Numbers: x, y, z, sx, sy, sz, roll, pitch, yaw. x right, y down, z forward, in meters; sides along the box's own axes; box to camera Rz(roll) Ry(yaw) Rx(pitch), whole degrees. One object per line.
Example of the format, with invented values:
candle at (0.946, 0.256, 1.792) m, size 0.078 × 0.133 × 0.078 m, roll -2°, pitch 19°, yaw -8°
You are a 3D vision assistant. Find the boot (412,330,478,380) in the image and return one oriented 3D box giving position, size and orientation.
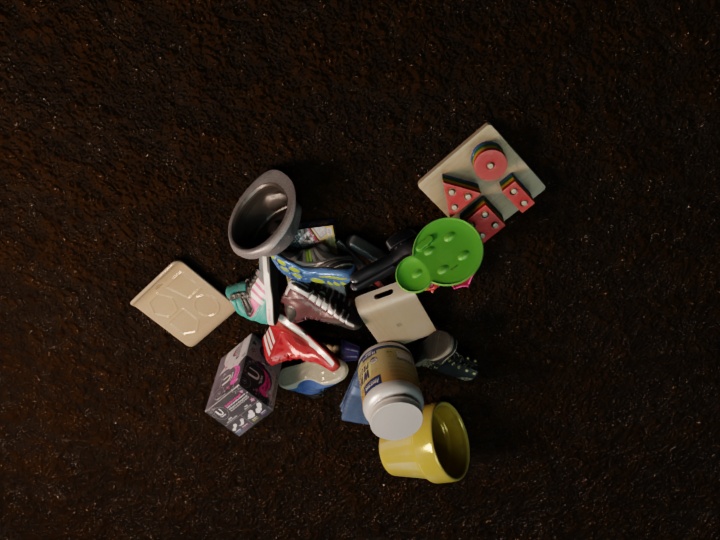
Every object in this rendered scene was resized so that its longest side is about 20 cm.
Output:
boot at (0.228, 0.210, 1.595) m, size 0.153 × 0.074 × 0.204 m, roll 19°, pitch 157°, yaw -14°

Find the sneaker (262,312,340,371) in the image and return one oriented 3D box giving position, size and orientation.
sneaker at (-0.150, 0.203, 1.573) m, size 0.200 × 0.078 × 0.116 m, roll 38°, pitch 88°, yaw 19°

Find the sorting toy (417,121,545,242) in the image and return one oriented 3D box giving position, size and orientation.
sorting toy at (0.261, -0.172, 1.397) m, size 0.200 × 0.070 × 0.199 m, roll -39°, pitch 113°, yaw 23°

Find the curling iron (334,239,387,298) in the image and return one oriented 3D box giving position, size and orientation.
curling iron at (0.000, 0.000, 1.517) m, size 0.049 × 0.026 × 0.200 m, roll -24°, pitch 129°, yaw 20°

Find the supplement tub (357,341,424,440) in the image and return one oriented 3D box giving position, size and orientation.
supplement tub at (0.071, 0.283, 1.547) m, size 0.143 × 0.200 × 0.145 m, roll -3°, pitch 124°, yaw -5°

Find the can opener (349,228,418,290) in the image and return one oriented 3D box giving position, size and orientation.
can opener at (0.060, -0.014, 1.453) m, size 0.200 × 0.079 × 0.064 m, roll -35°, pitch 140°, yaw -16°

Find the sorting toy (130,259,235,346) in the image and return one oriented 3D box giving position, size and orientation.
sorting toy at (-0.426, 0.080, 1.595) m, size 0.185 × 0.037 × 0.200 m, roll -38°, pitch 118°, yaw 22°

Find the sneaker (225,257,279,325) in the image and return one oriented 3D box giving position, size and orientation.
sneaker at (-0.255, 0.029, 1.532) m, size 0.120 × 0.084 × 0.201 m, roll 3°, pitch 107°, yaw 8°

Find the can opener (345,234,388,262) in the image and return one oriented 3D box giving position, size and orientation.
can opener at (0.060, -0.033, 1.508) m, size 0.199 × 0.053 × 0.067 m, roll 26°, pitch 84°, yaw -15°

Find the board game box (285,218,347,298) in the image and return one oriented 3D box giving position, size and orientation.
board game box at (-0.111, -0.018, 1.522) m, size 0.134 × 0.035 × 0.201 m, roll -6°, pitch 121°, yaw 5°

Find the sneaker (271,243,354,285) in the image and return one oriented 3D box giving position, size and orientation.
sneaker at (-0.107, -0.021, 1.463) m, size 0.198 × 0.083 × 0.071 m, roll 9°, pitch 150°, yaw 13°

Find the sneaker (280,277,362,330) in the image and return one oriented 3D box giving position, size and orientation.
sneaker at (-0.099, 0.098, 1.539) m, size 0.199 × 0.076 × 0.116 m, roll 34°, pitch 123°, yaw -7°

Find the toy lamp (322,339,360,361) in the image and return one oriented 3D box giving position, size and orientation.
toy lamp at (-0.101, 0.192, 1.639) m, size 0.198 × 0.058 × 0.059 m, roll 9°, pitch 122°, yaw -2°

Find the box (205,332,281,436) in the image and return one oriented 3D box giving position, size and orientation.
box at (-0.282, 0.275, 1.609) m, size 0.132 × 0.200 × 0.115 m, roll -39°, pitch 114°, yaw 22°

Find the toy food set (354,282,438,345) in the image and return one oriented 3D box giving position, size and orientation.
toy food set at (0.090, 0.107, 1.571) m, size 0.143 × 0.061 × 0.200 m, roll -21°, pitch 136°, yaw 13°

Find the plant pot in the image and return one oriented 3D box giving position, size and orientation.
plant pot at (0.160, 0.463, 1.729) m, size 0.188 × 0.201 × 0.201 m, roll -21°, pitch 120°, yaw 32°

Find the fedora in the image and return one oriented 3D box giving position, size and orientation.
fedora at (-0.192, -0.107, 1.419) m, size 0.201 × 0.177 × 0.090 m, roll -56°, pitch 142°, yaw 2°

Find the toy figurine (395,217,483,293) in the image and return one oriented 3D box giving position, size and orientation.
toy figurine at (0.183, 0.001, 1.447) m, size 0.199 × 0.151 × 0.184 m, roll -36°, pitch 157°, yaw 2°

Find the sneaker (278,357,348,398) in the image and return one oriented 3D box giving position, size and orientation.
sneaker at (-0.098, 0.270, 1.649) m, size 0.199 × 0.077 × 0.111 m, roll -18°, pitch 151°, yaw 26°

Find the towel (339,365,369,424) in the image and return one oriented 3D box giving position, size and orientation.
towel at (0.023, 0.315, 1.714) m, size 0.111 × 0.049 × 0.201 m, roll 15°, pitch 120°, yaw -12°
